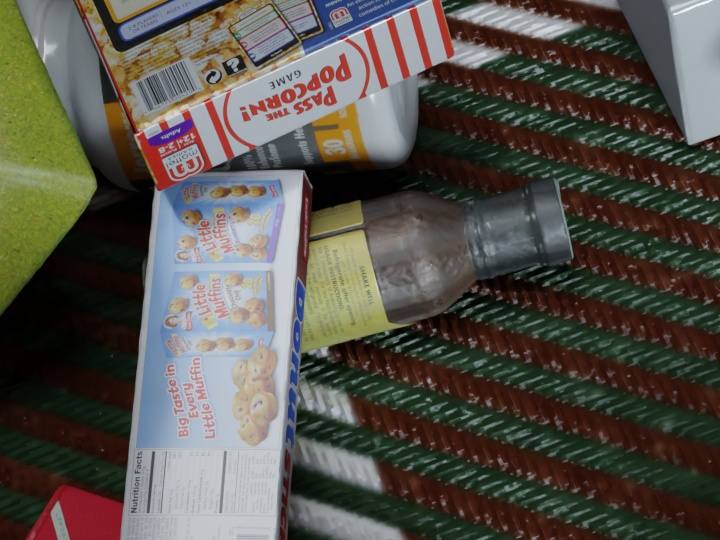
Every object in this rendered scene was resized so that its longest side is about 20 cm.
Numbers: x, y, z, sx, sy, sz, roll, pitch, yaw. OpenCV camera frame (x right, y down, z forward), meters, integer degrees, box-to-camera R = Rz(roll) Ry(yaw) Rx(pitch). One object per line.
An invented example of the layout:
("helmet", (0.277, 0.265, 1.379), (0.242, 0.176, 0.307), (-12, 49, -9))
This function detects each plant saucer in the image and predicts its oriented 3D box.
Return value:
("plant saucer", (-0.227, -0.039, 1.266), (0.200, 0.048, 0.200), (-49, 45, 23))

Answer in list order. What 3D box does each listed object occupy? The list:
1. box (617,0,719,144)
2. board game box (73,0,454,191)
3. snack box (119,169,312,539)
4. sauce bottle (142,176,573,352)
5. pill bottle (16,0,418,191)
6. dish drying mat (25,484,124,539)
("box", (0.228, -0.165, 1.289), (0.199, 0.098, 0.125), (-18, 49, -1))
("board game box", (-0.064, -0.150, 1.233), (0.151, 0.046, 0.201), (-24, 54, -3))
("snack box", (-0.064, 0.051, 1.176), (0.071, 0.024, 0.201), (-1, 68, 12))
("sauce bottle", (0.000, 0.000, 1.235), (0.199, 0.065, 0.065), (-13, 49, 4))
("pill bottle", (-0.076, -0.099, 1.303), (0.199, 0.117, 0.117), (-6, 50, 11))
("dish drying mat", (-0.066, 0.151, 1.157), (0.199, 0.018, 0.077), (15, 55, 25))
